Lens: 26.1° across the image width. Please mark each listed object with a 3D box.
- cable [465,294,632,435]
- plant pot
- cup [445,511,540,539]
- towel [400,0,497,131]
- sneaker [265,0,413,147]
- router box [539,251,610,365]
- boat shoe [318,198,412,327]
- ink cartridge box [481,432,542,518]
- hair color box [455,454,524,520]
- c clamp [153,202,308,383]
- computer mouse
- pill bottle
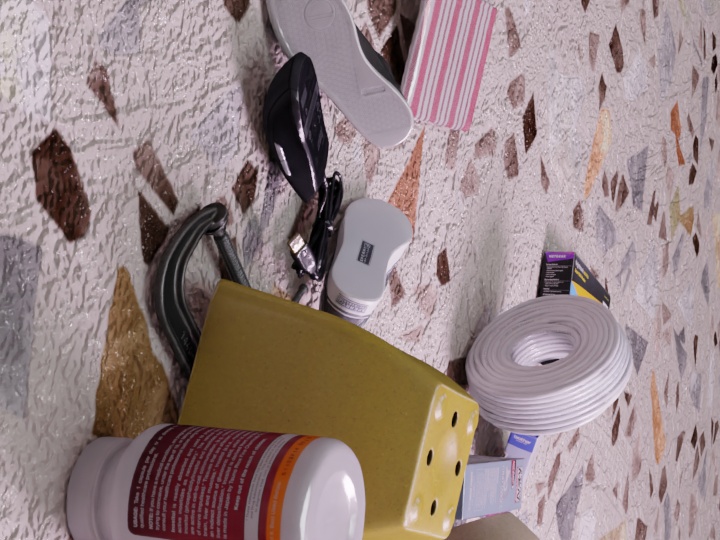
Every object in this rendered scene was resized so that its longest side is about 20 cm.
[{"bbox_3d":[0.223,0.110,1.837,0.199,0.199,0.070,-32,121,-20],"label":"cable"},{"bbox_3d":[-0.017,0.138,1.278,0.195,0.198,0.197,33,70,-65],"label":"plant pot"},{"bbox_3d":[0.144,0.355,1.740,0.200,0.199,0.145,17,54,-65],"label":"cup"},{"bbox_3d":[0.091,-0.233,1.699,0.200,0.030,0.148,2,101,-65],"label":"towel"},{"bbox_3d":[-0.028,-0.205,1.419,0.200,0.070,0.099,51,5,-25],"label":"sneaker"},{"bbox_3d":[0.297,0.075,2.179,0.200,0.050,0.151,39,56,-61],"label":"router box"},{"bbox_3d":[0.000,0.000,1.499,0.201,0.071,0.068,-74,-170,-57],"label":"boat shoe"},{"bbox_3d":[0.203,0.210,1.918,0.120,0.042,0.201,-58,167,-49],"label":"ink cartridge box"},{"bbox_3d":[0.103,0.235,1.707,0.200,0.098,0.061,10,83,-66],"label":"hair color box"},{"bbox_3d":[-0.114,0.021,1.296,0.172,0.027,0.201,-65,150,-30],"label":"c clamp"},{"bbox_3d":[-0.060,-0.084,1.370,0.201,0.045,0.142,75,21,-51],"label":"computer mouse"},{"bbox_3d":[-0.105,0.169,1.112,0.113,0.198,0.115,3,90,-66],"label":"pill bottle"}]
